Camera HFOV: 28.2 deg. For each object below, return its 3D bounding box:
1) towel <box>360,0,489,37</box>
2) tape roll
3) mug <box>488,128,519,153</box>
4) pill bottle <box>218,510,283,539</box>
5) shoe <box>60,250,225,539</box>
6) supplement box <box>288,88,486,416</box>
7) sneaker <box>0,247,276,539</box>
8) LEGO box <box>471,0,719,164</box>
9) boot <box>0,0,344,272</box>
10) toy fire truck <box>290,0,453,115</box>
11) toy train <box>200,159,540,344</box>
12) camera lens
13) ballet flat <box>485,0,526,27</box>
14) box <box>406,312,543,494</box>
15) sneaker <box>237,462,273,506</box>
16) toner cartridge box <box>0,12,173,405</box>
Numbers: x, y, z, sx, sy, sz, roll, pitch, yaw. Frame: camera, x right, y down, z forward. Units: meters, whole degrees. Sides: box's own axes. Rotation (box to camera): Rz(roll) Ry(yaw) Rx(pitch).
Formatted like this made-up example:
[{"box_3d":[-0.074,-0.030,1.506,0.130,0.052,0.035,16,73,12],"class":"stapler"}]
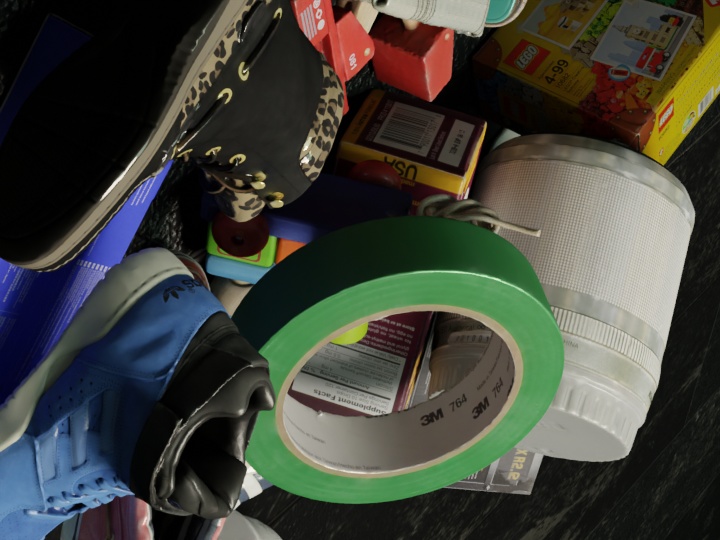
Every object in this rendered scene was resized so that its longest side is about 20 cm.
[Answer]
[{"box_3d":[0.044,-0.239,0.825,0.200,0.034,0.194,-4,103,-62],"class":"towel"},{"box_3d":[0.019,0.057,0.844,0.199,0.048,0.201,-9,135,-9],"class":"tape roll"},{"box_3d":[0.186,-0.037,1.233,0.177,0.133,0.201,-44,152,-26],"class":"mug"},{"box_3d":[-0.089,0.247,1.048,0.114,0.114,0.200,-52,152,-15],"class":"pill bottle"},{"box_3d":[-0.105,0.080,0.806,0.071,0.091,0.201,26,66,-35],"class":"shoe"},{"box_3d":[0.016,-0.005,0.972,0.110,0.085,0.201,-63,168,-62],"class":"supplement box"},{"box_3d":[-0.121,0.099,0.703,0.200,0.111,0.077,-51,159,12],"class":"sneaker"},{"box_3d":[0.204,-0.178,1.099,0.200,0.148,0.077,-50,151,-20],"class":"LEGO box"},{"box_3d":[-0.086,-0.065,0.702,0.201,0.073,0.151,-60,153,-12],"class":"boot"},{"box_3d":[-0.006,-0.159,0.862,0.141,0.049,0.201,-47,149,-27],"class":"toy fire truck"},{"box_3d":[0.000,0.000,0.879,0.085,0.198,0.116,-77,179,-47],"class":"toy train"},{"box_3d":[0.140,0.015,1.007,0.160,0.159,0.201,54,50,-61],"class":"camera lens"},{"box_3d":[0.111,-0.264,0.963,0.067,0.068,0.201,-52,165,-60],"class":"ballet flat"},{"box_3d":[0.086,0.085,1.161,0.157,0.048,0.201,6,120,-12],"class":"box"},{"box_3d":[-0.105,0.143,0.927,0.199,0.075,0.085,-11,125,-44],"class":"sneaker"},{"box_3d":[-0.162,-0.021,0.733,0.201,0.043,0.095,-62,154,4],"class":"toner cartridge box"}]
